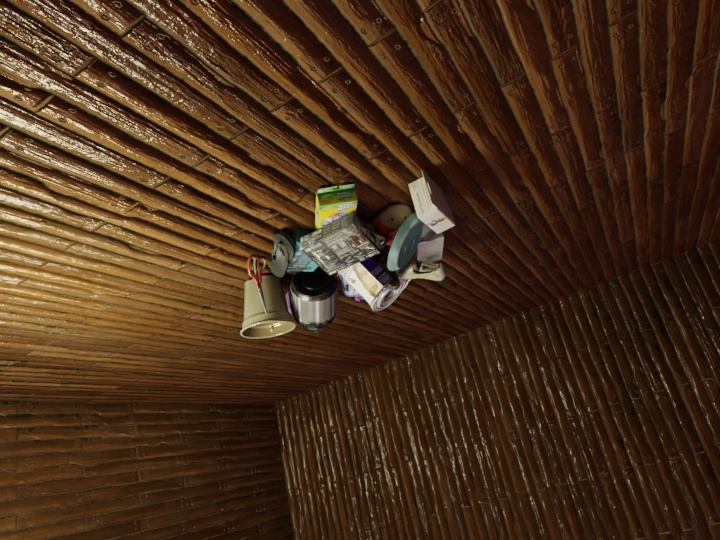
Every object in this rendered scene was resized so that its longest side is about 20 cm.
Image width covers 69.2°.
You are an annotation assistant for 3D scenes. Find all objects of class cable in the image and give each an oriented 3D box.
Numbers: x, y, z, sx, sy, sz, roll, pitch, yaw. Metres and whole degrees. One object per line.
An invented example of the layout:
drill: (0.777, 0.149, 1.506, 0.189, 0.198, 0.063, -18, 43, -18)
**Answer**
cable: (0.106, 0.072, 2.089, 0.198, 0.069, 0.202, -17, 145, -50)

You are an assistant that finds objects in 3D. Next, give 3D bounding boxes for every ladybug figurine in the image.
ladybug figurine: (0.105, -0.139, 1.682, 0.132, 0.073, 0.201, -11, 158, -9)

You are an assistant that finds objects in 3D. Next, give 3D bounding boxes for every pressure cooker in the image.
pressure cooker: (-0.168, 0.114, 1.900, 0.175, 0.177, 0.203, -36, 144, -36)

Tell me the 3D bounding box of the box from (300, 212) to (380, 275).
box: (-0.060, -0.075, 1.570, 0.197, 0.051, 0.157, -24, 137, 26)

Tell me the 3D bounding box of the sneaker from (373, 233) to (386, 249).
sneaker: (-0.010, -0.109, 1.639, 0.195, 0.078, 0.076, 6, 143, -15)

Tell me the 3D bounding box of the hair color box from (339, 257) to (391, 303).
hair color box: (0.000, 0.000, 1.758, 0.065, 0.200, 0.110, -39, 169, -43)

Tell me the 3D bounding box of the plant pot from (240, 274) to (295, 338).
plant pot: (-0.341, 0.125, 1.877, 0.195, 0.188, 0.201, -10, 160, -3)

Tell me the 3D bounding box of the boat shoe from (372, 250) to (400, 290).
boat shoe: (0.068, -0.021, 1.773, 0.072, 0.201, 0.073, -34, 169, -22)

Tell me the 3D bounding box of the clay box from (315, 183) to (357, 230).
clay box: (-0.072, -0.175, 1.515, 0.112, 0.049, 0.201, -11, 159, -10)

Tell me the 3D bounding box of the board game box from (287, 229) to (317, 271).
board game box: (-0.184, -0.062, 1.719, 0.148, 0.048, 0.200, 1, 154, -32)

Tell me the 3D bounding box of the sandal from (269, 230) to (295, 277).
sandal: (-0.250, -0.041, 1.645, 0.043, 0.075, 0.202, -52, 168, -40)

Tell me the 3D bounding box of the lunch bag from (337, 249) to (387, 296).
lunch bag: (0.012, 0.005, 1.878, 0.195, 0.076, 0.164, -9, 116, -2)

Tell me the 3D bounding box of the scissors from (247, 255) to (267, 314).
scissors: (-0.342, 0.051, 1.731, 0.014, 0.205, 0.072, 9, -167, 42)

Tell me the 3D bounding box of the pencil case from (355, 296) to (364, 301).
pencil case: (-0.009, 0.054, 2.046, 0.084, 0.094, 0.200, 21, 168, 17)

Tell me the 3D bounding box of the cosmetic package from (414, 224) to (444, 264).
cosmetic package: (0.243, -0.096, 1.876, 0.099, 0.076, 0.201, -13, 157, 0)

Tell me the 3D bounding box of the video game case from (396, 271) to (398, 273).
video game case: (0.147, -0.053, 1.844, 0.017, 0.146, 0.201, 19, 159, 7)

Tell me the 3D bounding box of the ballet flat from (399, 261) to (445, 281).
ballet flat: (0.216, -0.006, 1.911, 0.195, 0.071, 0.069, 2, 166, 24)

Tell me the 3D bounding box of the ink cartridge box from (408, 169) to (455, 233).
ink cartridge box: (0.205, -0.200, 1.538, 0.067, 0.118, 0.199, -23, 156, 22)

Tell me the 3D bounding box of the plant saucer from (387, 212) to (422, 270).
plant saucer: (0.148, -0.086, 1.660, 0.201, 0.027, 0.202, -50, 155, -33)

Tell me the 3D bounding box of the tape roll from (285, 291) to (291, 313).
tape roll: (-0.200, 0.113, 2.111, 0.195, 0.067, 0.201, -12, 159, -5)
